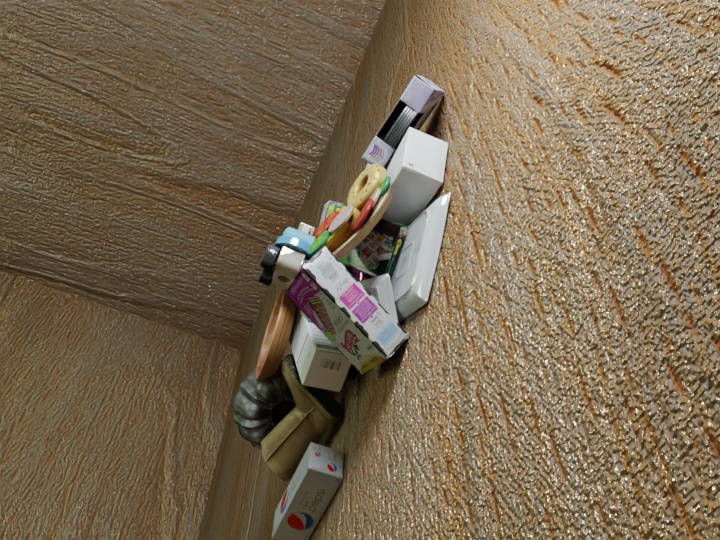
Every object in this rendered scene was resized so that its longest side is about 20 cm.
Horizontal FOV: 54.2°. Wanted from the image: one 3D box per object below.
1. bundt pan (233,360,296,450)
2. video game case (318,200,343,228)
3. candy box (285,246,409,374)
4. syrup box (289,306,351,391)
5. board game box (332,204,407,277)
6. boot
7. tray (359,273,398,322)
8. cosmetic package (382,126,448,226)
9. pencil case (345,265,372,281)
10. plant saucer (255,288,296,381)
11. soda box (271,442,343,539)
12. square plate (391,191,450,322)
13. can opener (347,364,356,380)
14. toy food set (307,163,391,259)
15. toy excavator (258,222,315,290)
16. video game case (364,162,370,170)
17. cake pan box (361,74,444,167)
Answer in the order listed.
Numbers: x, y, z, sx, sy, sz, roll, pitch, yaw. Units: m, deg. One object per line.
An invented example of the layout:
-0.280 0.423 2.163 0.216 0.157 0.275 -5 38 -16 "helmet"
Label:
-0.167 0.300 1.505 0.076 0.200 0.204 17 88 65 "bundt pan"
-0.075 -0.053 1.493 0.200 0.035 0.184 -155 77 -84 "video game case"
-0.027 0.071 1.175 0.061 0.200 0.136 -44 -2 -26 "candy box"
-0.082 0.143 1.364 0.200 0.078 0.082 -119 46 -62 "syrup box"
0.001 -0.054 1.312 0.199 0.023 0.106 23 98 49 "board game box"
-0.145 0.295 1.409 0.200 0.176 0.066 -50 -22 26 "boot"
0.019 0.069 1.259 0.200 0.022 0.109 161 100 -71 "tray"
0.081 -0.154 1.317 0.200 0.084 0.109 126 162 -52 "cosmetic package"
0.000 0.000 1.446 0.094 0.090 0.202 -50 20 50 "pencil case"
-0.171 0.131 1.447 0.200 0.037 0.203 -163 90 -80 "plant saucer"
-0.097 0.409 1.278 0.064 0.067 0.201 -91 23 -59 "soda box"
0.088 -0.015 1.207 0.198 0.028 0.202 135 152 -66 "square plate"
-0.030 0.134 1.427 0.201 0.063 0.079 -82 17 -45 "can opener"
-0.017 -0.095 1.235 0.200 0.049 0.198 -44 18 13 "toy food set"
-0.126 -0.043 1.428 0.195 0.099 0.202 115 176 -61 "toy excavator"
-0.010 -0.119 1.447 0.182 0.022 0.202 -102 35 -76 "video game case"
0.086 -0.289 1.377 0.185 0.052 0.200 -57 -4 16 "cake pan box"
